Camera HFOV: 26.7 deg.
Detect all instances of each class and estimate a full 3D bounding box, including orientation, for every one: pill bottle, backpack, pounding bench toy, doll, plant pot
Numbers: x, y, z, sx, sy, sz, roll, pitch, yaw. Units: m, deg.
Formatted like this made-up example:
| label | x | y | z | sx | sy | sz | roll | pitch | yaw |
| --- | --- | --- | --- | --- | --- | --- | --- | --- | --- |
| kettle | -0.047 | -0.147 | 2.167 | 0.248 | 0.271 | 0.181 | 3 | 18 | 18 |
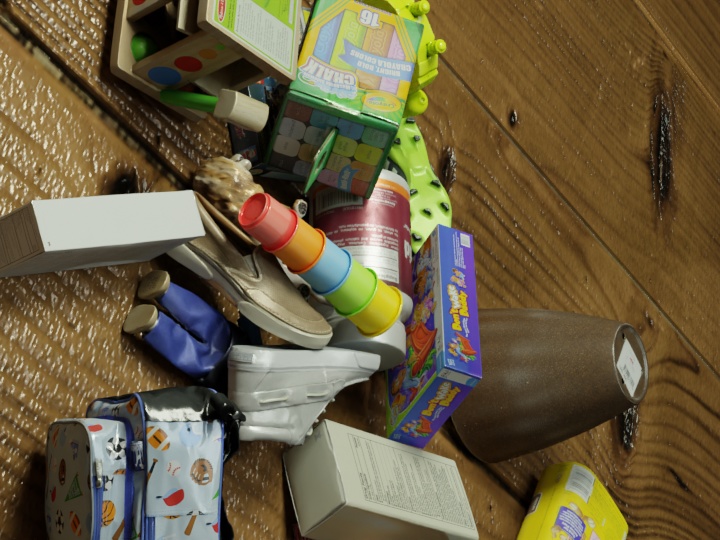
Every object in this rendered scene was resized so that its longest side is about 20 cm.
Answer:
| label | x | y | z | sx | sy | sz | roll | pitch | yaw |
| --- | --- | --- | --- | --- | --- | --- | --- | --- | --- |
| pill bottle | 0.000 | 0.000 | 1.638 | 0.114 | 0.114 | 0.201 | 24 | 57 | -44 |
| backpack | -0.181 | 0.197 | 1.270 | 0.153 | 0.200 | 0.192 | -7 | 87 | -22 |
| pounding bench toy | -0.160 | -0.209 | 1.491 | 0.124 | 0.155 | 0.201 | 29 | 53 | -43 |
| doll | -0.137 | 0.078 | 1.483 | 0.200 | 0.048 | 0.137 | 42 | 50 | -33 |
| plant pot | 0.230 | 0.124 | 1.791 | 0.186 | 0.199 | 0.188 | 21 | 64 | -51 |

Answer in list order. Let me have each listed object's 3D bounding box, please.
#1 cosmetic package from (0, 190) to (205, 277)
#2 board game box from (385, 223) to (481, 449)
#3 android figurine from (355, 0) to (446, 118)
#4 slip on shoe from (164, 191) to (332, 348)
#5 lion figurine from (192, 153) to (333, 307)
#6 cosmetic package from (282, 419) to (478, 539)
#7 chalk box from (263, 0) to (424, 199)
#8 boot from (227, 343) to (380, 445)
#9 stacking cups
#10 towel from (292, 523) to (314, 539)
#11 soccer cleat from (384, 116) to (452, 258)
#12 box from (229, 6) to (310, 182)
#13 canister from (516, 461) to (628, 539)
| label | x | y | z | sx | sy | sz | roll | pitch | yaw |
| --- | --- | --- | --- | --- | --- | --- | --- | --- | --- |
| cosmetic package | -0.240 | -0.035 | 1.375 | 0.199 | 0.082 | 0.051 | -8 | 81 | -54 |
| board game box | 0.075 | 0.069 | 1.628 | 0.044 | 0.135 | 0.201 | 18 | 44 | -18 |
| android figurine | 0.019 | -0.254 | 1.701 | 0.041 | 0.199 | 0.183 | -33 | 104 | -34 |
| slip on shoe | -0.104 | 0.000 | 1.479 | 0.200 | 0.061 | 0.076 | 37 | 15 | 5 |
| lion figurine | -0.100 | -0.022 | 1.549 | 0.072 | 0.122 | 0.201 | -37 | 121 | -42 |
| cosmetic package | 0.022 | 0.234 | 1.568 | 0.199 | 0.071 | 0.106 | 24 | 38 | -39 |
| chalk box | -0.020 | -0.167 | 1.579 | 0.123 | 0.125 | 0.201 | 18 | 54 | -6 |
| boot | -0.058 | 0.123 | 1.496 | 0.199 | 0.073 | 0.096 | 3 | 92 | -48 |
| stacking cups | -0.043 | -0.008 | 1.485 | 0.200 | 0.060 | 0.061 | 39 | 47 | -34 |
| towel | 0.010 | 0.327 | 1.586 | 0.199 | 0.023 | 0.145 | 5 | 72 | -51 |
| soccer cleat | 0.059 | -0.088 | 1.758 | 0.067 | 0.081 | 0.201 | -6 | 60 | -14 |
| box | -0.093 | -0.200 | 1.671 | 0.136 | 0.038 | 0.202 | 4 | 72 | -51 |
| canister | 0.247 | 0.347 | 1.827 | 0.149 | 0.086 | 0.200 | 55 | 38 | -20 |
